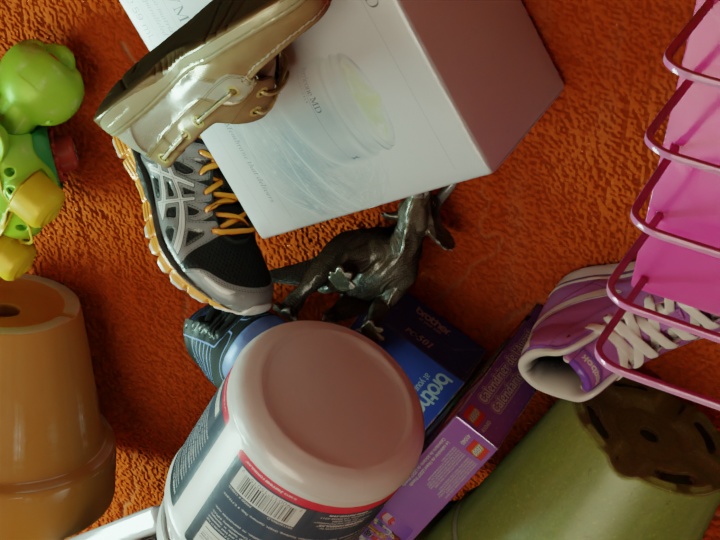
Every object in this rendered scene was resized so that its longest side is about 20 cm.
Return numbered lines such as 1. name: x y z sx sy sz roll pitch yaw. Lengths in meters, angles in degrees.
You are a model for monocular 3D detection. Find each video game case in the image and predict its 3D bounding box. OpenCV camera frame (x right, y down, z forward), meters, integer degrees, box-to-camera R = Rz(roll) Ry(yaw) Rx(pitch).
1. video game case: -0.159 0.220 1.402 0.200 0.182 0.023 -25 73 43

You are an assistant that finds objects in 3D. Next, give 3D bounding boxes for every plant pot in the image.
1. plant pot: 0.162 0.175 1.155 0.200 0.200 0.190 33 122 8
2. plant pot: -0.307 0.108 1.409 0.200 0.200 0.183 17 115 23

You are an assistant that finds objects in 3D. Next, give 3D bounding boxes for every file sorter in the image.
1. file sorter: 0.219 -0.032 0.912 0.139 0.125 0.200 19 123 19

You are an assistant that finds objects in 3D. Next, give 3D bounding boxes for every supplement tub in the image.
1. supplement tub: -0.054 0.141 1.152 0.140 0.140 0.200 38 135 4

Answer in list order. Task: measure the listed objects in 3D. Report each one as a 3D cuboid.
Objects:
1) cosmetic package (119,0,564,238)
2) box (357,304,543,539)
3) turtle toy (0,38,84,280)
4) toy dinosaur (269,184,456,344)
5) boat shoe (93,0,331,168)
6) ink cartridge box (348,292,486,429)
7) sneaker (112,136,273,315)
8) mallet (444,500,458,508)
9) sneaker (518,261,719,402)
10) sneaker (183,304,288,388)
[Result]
1. cosmetic package: -0.014 -0.149 1.049 0.200 0.123 0.199 -15 113 39
2. box: 0.068 0.126 1.194 0.039 0.137 0.200 38 135 3
3. turtle toy: -0.277 -0.096 1.279 0.146 0.101 0.200 40 135 1
4. toy dinosaur: 0.000 0.000 1.181 0.077 0.102 0.200 50 141 -10
5. boat shoe: -0.077 -0.121 0.983 0.066 0.074 0.200 43 139 -20
6. ink cartridge box: 0.008 0.100 1.279 0.094 0.044 0.200 37 135 2
7. sneaker: -0.114 -0.057 1.184 0.077 0.078 0.200 -42 68 34
8. mallet: 0.119 0.264 1.339 0.066 0.041 0.200 18 143 47
9. sneaker: 0.191 0.037 1.060 0.200 0.114 0.073 -22 107 41
10. sneaker: -0.099 0.054 1.254 0.078 0.070 0.200 48 165 4
